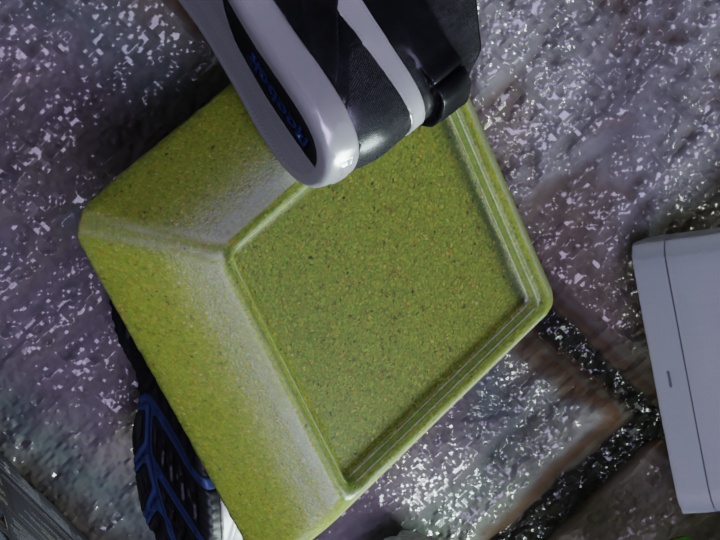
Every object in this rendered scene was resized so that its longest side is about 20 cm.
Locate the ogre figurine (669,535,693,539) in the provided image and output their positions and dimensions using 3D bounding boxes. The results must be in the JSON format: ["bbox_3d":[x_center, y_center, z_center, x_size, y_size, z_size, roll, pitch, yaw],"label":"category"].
[{"bbox_3d":[0.184,0.179,1.159,0.199,0.121,0.098,-14,163,-13],"label":"ogre figurine"}]

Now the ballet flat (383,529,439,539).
[{"bbox_3d":[0.062,0.213,1.216,0.071,0.072,0.201,-27,121,-2],"label":"ballet flat"}]

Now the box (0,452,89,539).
[{"bbox_3d":[-0.153,0.144,1.072,0.048,0.159,0.200,-38,122,5],"label":"box"}]

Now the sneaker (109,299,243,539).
[{"bbox_3d":[-0.062,0.032,1.103,0.077,0.076,0.201,-20,122,-37],"label":"sneaker"}]

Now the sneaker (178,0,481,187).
[{"bbox_3d":[-0.024,-0.142,1.002,0.112,0.073,0.201,-29,90,-27],"label":"sneaker"}]

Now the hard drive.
[{"bbox_3d":[0.224,0.040,1.108,0.027,0.199,0.133,-18,99,-53],"label":"hard drive"}]

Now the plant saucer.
[{"bbox_3d":[0.000,0.000,1.058,0.200,0.048,0.201,-42,124,-25],"label":"plant saucer"}]
